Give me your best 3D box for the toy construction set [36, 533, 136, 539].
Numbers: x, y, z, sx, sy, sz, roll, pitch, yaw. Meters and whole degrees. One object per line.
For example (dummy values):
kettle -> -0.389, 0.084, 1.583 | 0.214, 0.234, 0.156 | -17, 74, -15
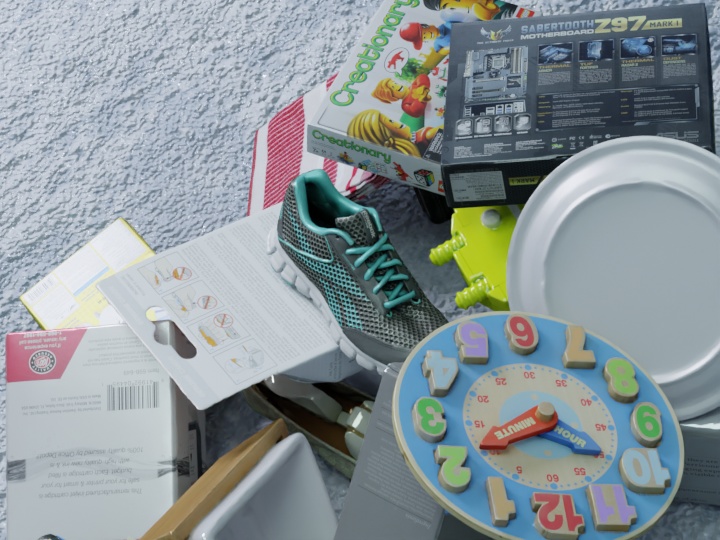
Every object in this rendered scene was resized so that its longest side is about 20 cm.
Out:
toy construction set -> -0.211, 0.270, 1.509 | 0.131, 0.092, 0.201 | 40, 109, 14

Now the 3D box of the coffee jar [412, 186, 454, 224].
coffee jar -> 0.128, -0.123, 1.697 | 0.198, 0.105, 0.086 | -23, 48, 1

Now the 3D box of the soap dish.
soap dish -> -0.083, 0.219, 1.471 | 0.081, 0.159, 0.200 | -14, 14, 25

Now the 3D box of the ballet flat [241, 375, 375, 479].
ballet flat -> -0.016, 0.119, 1.606 | 0.199, 0.062, 0.068 | 24, 73, 22

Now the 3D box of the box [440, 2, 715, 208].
box -> 0.162, -0.123, 1.519 | 0.198, 0.051, 0.159 | -4, 48, 10

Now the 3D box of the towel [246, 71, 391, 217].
towel -> -0.031, -0.104, 1.717 | 0.199, 0.023, 0.145 | -30, 44, 41

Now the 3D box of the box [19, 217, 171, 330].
box -> -0.184, 0.057, 1.715 | 0.117, 0.048, 0.200 | -38, 55, -9

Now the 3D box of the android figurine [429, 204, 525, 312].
android figurine -> 0.149, -0.037, 1.521 | 0.199, 0.041, 0.183 | -26, 54, -2

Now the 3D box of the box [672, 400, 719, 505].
box -> 0.230, 0.058, 1.538 | 0.198, 0.131, 0.200 | 5, 60, 19

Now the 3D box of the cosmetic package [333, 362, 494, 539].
cosmetic package -> 0.046, 0.171, 1.453 | 0.090, 0.107, 0.202 | 27, 103, 28

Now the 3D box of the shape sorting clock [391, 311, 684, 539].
shape sorting clock -> 0.118, 0.102, 1.352 | 0.198, 0.039, 0.201 | 8, 50, -9

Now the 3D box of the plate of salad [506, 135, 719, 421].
plate of salad -> 0.201, 0.006, 1.431 | 0.198, 0.048, 0.202 | 3, 99, 18

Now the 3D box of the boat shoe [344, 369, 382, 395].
boat shoe -> -0.018, 0.042, 1.664 | 0.199, 0.072, 0.068 | 25, 70, 36

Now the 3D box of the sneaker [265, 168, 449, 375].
sneaker -> 0.000, 0.000, 1.530 | 0.077, 0.092, 0.200 | -29, 55, -32

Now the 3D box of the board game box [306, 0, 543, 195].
board game box -> 0.053, -0.150, 1.618 | 0.125, 0.035, 0.201 | 17, 50, 14

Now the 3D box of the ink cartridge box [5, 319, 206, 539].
ink cartridge box -> -0.197, 0.149, 1.603 | 0.144, 0.085, 0.202 | -4, 78, 14

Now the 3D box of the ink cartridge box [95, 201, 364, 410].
ink cartridge box -> -0.080, 0.035, 1.586 | 0.199, 0.050, 0.162 | -26, 51, -25
